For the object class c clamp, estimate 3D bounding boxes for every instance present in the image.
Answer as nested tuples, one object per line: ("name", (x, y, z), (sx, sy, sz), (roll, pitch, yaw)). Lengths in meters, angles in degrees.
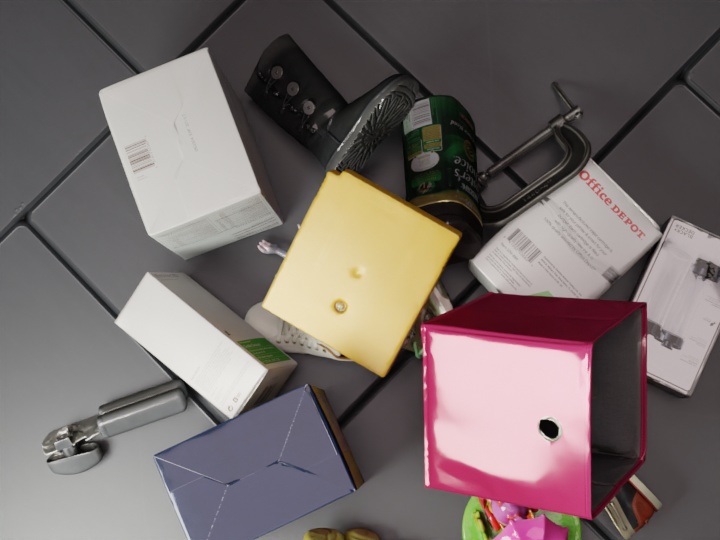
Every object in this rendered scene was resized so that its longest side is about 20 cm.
("c clamp", (0.213, -0.139, 1.449), (0.200, 0.027, 0.171), (-38, 38, 5))

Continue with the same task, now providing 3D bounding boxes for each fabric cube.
("fabric cube", (0.199, 0.141, 1.280), (0.199, 0.200, 0.197), (5, 103, 30))

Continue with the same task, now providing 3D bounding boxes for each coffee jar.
("coffee jar", (0.101, -0.111, 1.414), (0.085, 0.104, 0.201), (-14, 60, 24))

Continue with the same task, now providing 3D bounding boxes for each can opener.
("can opener", (-0.313, 0.205, 1.460), (0.199, 0.053, 0.067), (-19, 113, 0))

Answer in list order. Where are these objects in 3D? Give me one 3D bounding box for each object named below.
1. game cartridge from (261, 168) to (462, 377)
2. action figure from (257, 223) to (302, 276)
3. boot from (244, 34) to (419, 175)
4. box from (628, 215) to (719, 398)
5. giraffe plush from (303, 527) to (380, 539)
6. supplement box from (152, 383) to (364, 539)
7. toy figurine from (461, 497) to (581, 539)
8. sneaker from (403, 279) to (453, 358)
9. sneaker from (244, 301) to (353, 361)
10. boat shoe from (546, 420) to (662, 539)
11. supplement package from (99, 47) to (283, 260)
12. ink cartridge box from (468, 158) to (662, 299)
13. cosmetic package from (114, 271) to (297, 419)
("game cartridge", (0.000, 0.000, 1.351), (0.176, 0.032, 0.201), (30, 105, 6))
("action figure", (-0.037, -0.021, 1.452), (0.149, 0.134, 0.200), (38, 82, -19))
("boot", (-0.041, -0.235, 1.448), (0.165, 0.066, 0.200), (-48, 60, 12))
("box", (0.397, 0.047, 1.426), (0.116, 0.060, 0.201), (24, 84, 6))
("giraffe plush", (-0.013, 0.430, 1.361), (0.172, 0.200, 0.163), (18, 112, 2))
("supplement box", (-0.114, 0.239, 1.358), (0.199, 0.200, 0.135), (-25, 81, 0))
("toy figurine", (0.187, 0.291, 1.342), (0.150, 0.184, 0.201), (-24, 81, 0))
("sneaker", (0.092, 0.090, 1.436), (0.088, 0.077, 0.201), (-26, 74, 4))
("sneaker", (-0.054, 0.073, 1.438), (0.199, 0.085, 0.073), (9, 84, 6))
("boat shoe", (0.283, 0.242, 1.403), (0.063, 0.071, 0.200), (-44, 86, 0))
("supplement package", (-0.205, -0.137, 1.417), (0.146, 0.200, 0.192), (-21, 81, 1))
("ink cartridge box", (0.257, -0.024, 1.431), (0.200, 0.084, 0.146), (-42, 81, -3))
("cosmetic package", (-0.192, 0.092, 1.413), (0.200, 0.108, 0.085), (38, 101, 13))
